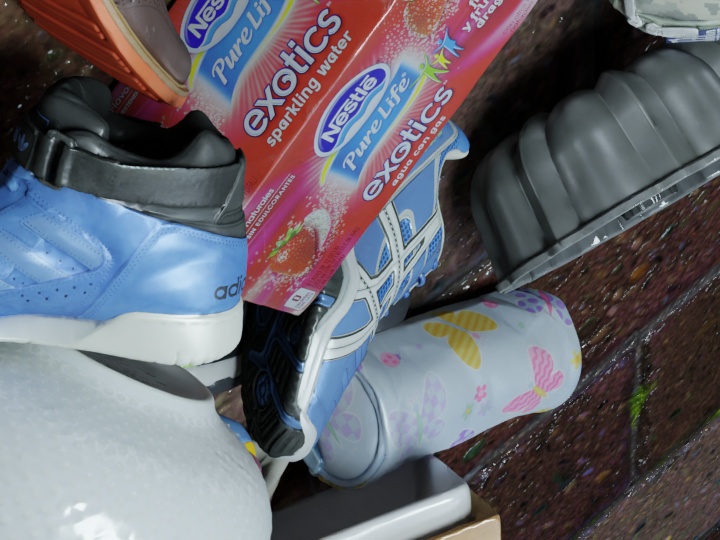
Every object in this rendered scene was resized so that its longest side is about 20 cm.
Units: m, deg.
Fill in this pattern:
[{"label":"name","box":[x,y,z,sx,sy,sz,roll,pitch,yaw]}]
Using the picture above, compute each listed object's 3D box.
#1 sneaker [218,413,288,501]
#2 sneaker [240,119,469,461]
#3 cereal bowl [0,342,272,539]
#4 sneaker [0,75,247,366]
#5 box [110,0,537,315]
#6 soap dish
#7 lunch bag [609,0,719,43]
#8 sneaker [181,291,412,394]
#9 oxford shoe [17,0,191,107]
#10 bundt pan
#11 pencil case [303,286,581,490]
[{"label":"sneaker","box":[-0.107,0.110,1.019,0.090,0.075,0.200,-48,160,7]},{"label":"sneaker","box":[0.000,0.000,0.930,0.077,0.076,0.201,23,80,-28]},{"label":"cereal bowl","box":[-0.123,0.071,0.825,0.200,0.200,0.084,21,98,-59]},{"label":"sneaker","box":[-0.142,-0.027,0.753,0.199,0.077,0.112,4,110,-5]},{"label":"box","box":[-0.023,-0.091,0.847,0.200,0.100,0.095,-53,149,11]},{"label":"soap dish","box":[0.000,0.175,1.111,0.157,0.082,0.200,-21,-177,-5]},{"label":"lunch bag","box":[0.196,-0.222,0.954,0.167,0.140,0.200,-24,147,-7]},{"label":"sneaker","box":[-0.061,0.006,0.979,0.199,0.072,0.083,-19,108,-34]},{"label":"oxford shoe","box":[-0.098,-0.128,0.736,0.073,0.071,0.200,-55,158,-10]},{"label":"bundt pan","box":[0.148,-0.068,1.076,0.201,0.076,0.202,-29,174,-3]},{"label":"pencil case","box":[0.048,0.070,1.162,0.200,0.083,0.091,-18,137,-43]}]
